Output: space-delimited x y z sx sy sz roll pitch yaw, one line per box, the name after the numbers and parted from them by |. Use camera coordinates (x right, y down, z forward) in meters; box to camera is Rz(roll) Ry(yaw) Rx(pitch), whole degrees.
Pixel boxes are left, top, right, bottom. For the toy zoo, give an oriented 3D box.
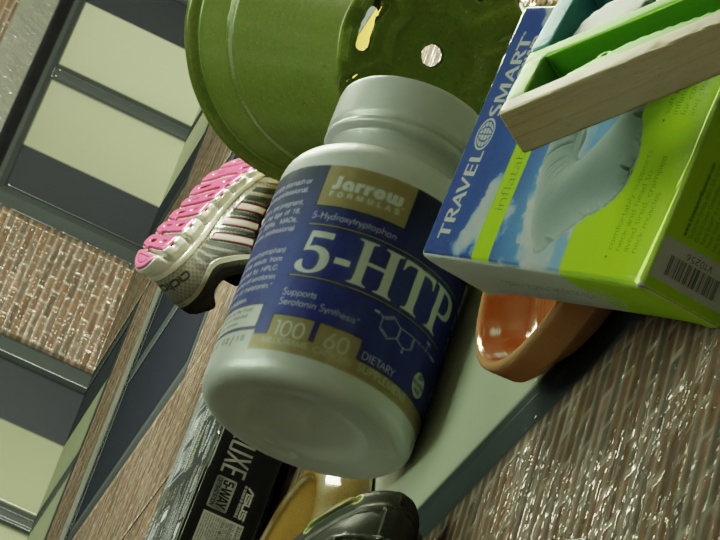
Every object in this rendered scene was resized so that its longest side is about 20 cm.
0.137 -0.124 1.020 0.131 0.020 0.200 -21 23 33 | toy zoo

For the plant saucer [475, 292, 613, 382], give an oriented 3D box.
0.110 -0.041 1.194 0.201 0.032 0.200 -62 10 20 | plant saucer

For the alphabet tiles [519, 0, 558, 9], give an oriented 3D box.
0.141 -0.224 1.580 0.168 0.008 0.200 -63 10 13 | alphabet tiles

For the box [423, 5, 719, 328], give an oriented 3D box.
0.099 -0.047 1.068 0.200 0.048 0.122 9 73 63 | box

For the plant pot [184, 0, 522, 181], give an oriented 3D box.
0.015 -0.137 1.608 0.201 0.200 0.190 -65 22 -1 | plant pot

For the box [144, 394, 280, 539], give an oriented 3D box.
-0.093 0.133 1.794 0.158 0.050 0.201 134 158 -66 | box

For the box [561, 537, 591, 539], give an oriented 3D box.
0.036 0.195 0.952 0.194 0.047 0.200 -65 8 -11 | box

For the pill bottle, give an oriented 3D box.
0.000 0.000 1.438 0.120 0.119 0.201 -48 20 62 | pill bottle

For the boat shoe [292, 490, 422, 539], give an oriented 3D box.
-0.029 0.178 1.308 0.201 0.072 0.061 -46 15 44 | boat shoe

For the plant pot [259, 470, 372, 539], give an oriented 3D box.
-0.048 0.191 1.508 0.200 0.027 0.200 -62 10 20 | plant pot

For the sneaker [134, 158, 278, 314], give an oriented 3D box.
-0.116 -0.033 2.356 0.074 0.088 0.200 -10 29 48 | sneaker
